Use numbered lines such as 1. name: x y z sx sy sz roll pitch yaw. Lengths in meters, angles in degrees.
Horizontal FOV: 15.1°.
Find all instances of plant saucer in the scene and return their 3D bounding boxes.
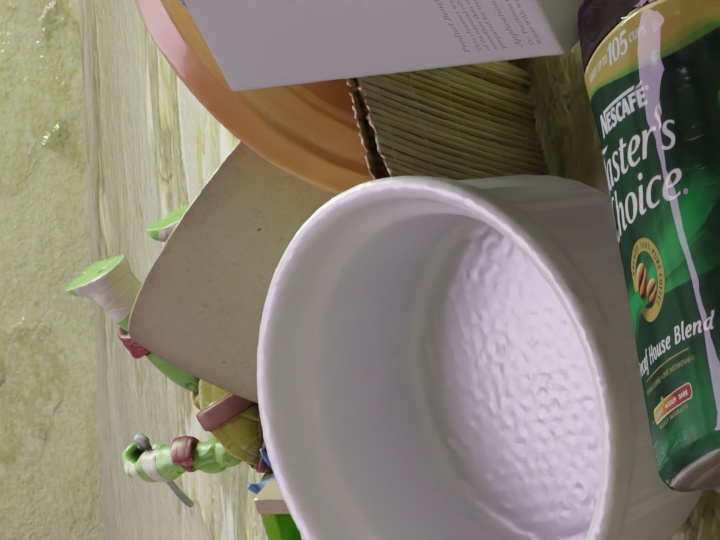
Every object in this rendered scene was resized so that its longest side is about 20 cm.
1. plant saucer: -0.025 -0.124 1.292 0.032 0.200 0.201 -40 48 34

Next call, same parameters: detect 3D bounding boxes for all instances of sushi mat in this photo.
1. sushi mat: 0.044 -0.069 1.278 0.200 0.012 0.096 13 -118 -62

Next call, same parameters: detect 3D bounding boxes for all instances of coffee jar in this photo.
1. coffee jar: 0.135 -0.027 0.974 0.104 0.085 0.200 122 141 -69

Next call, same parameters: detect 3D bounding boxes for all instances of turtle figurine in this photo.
1. turtle figurine: -0.101 0.063 1.747 0.194 0.144 0.200 60 -168 -12

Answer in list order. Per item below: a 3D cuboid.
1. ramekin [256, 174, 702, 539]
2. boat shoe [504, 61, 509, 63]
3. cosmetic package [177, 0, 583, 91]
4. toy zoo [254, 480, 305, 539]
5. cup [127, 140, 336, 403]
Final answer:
1. ramekin: 0.059 0.052 1.168 0.200 0.098 0.201 12 108 41
2. boat shoe: 0.032 -0.121 1.458 0.200 0.074 0.069 180 90 -78
3. cosmetic package: 0.008 -0.143 1.092 0.200 0.081 0.113 1 127 47
4. toy zoo: 0.029 0.202 1.454 0.020 0.131 0.200 -48 -51 -51
5. cup: 0.000 0.000 1.380 0.143 0.200 0.200 38 157 7
